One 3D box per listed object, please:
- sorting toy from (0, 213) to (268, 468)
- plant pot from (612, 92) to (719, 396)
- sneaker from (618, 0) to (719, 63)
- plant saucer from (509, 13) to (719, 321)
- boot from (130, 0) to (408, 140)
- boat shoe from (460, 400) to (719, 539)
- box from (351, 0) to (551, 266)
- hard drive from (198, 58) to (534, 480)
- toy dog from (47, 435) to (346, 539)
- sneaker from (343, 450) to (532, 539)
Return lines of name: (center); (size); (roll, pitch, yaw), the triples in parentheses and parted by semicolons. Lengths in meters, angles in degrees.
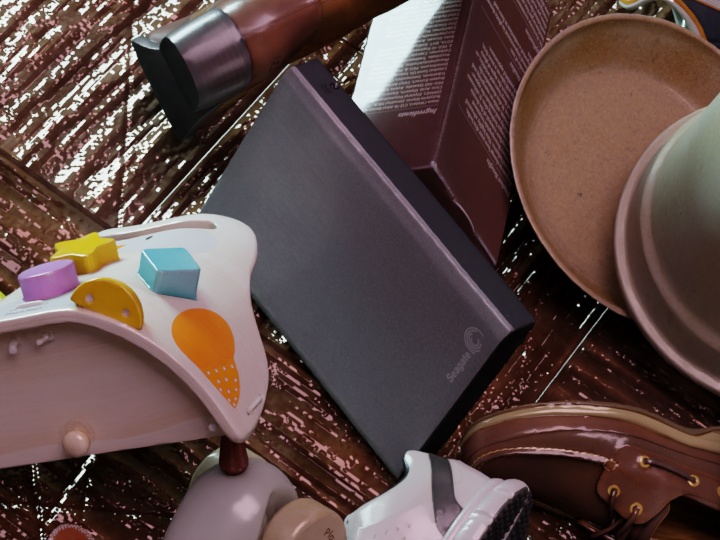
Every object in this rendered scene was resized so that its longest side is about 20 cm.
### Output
sorting toy: (-0.139, 0.022, 1.516); (0.199, 0.107, 0.180); (-10, 23, 23)
plant pot: (0.255, -0.046, 1.563); (0.200, 0.184, 0.201); (2, 67, -5)
sneaker: (0.254, -0.155, 1.772); (0.200, 0.078, 0.080); (29, 99, -11)
plant saucer: (0.171, -0.056, 1.686); (0.200, 0.035, 0.201); (9, 68, -24)
boot: (-0.029, -0.154, 1.616); (0.200, 0.188, 0.069); (-27, 87, -13)
boat shoe: (0.155, 0.122, 1.574); (0.199, 0.072, 0.068); (10, 55, -11)
box: (0.051, -0.107, 1.663); (0.075, 0.100, 0.200); (-6, 51, 25)
hard drive: (0.000, 0.000, 1.570); (0.033, 0.140, 0.200); (-22, 65, -44)
toy dog: (-0.099, 0.154, 1.464); (0.132, 0.097, 0.200); (6, 45, 31)
sneaker: (0.010, 0.179, 1.512); (0.080, 0.074, 0.200); (26, 55, 24)
